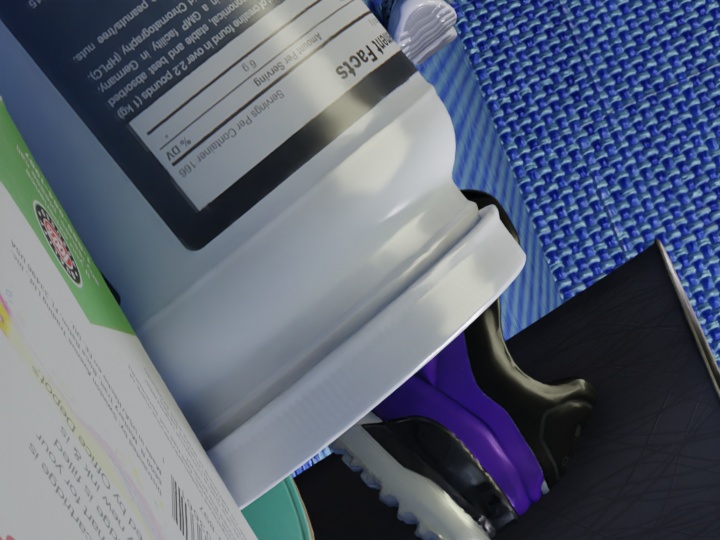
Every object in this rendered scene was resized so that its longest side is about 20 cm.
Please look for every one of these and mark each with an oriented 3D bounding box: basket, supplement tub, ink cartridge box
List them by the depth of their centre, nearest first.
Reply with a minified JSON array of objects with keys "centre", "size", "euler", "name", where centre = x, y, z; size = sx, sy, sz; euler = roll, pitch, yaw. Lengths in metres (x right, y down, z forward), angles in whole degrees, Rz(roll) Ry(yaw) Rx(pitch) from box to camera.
[{"centre":[-0.085,0.071,0.573],"size":[0.200,0.087,0.146],"euler":[-102,166,-66],"name":"ink cartridge box"},{"centre":[-0.064,-0.043,0.728],"size":[0.200,0.140,0.140],"euler":[51,8,-2],"name":"supplement tub"},{"centre":[0.052,0.109,0.984],"size":[0.136,0.199,0.181],"euler":[43,25,-72],"name":"basket"}]

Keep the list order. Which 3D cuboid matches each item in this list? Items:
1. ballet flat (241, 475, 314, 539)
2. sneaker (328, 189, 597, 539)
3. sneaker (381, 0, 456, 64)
[{"centre":[-0.038,0.141,0.792],"size":[0.072,0.068,0.200],"euler":[106,-25,-50],"name":"ballet flat"},{"centre":[0.000,0.000,0.917],"size":[0.200,0.100,0.070],"euler":[46,-2,3],"name":"sneaker"},{"centre":[0.044,-0.252,2.664],"size":[0.082,0.075,0.200],"euler":[52,0,4],"name":"sneaker"}]
